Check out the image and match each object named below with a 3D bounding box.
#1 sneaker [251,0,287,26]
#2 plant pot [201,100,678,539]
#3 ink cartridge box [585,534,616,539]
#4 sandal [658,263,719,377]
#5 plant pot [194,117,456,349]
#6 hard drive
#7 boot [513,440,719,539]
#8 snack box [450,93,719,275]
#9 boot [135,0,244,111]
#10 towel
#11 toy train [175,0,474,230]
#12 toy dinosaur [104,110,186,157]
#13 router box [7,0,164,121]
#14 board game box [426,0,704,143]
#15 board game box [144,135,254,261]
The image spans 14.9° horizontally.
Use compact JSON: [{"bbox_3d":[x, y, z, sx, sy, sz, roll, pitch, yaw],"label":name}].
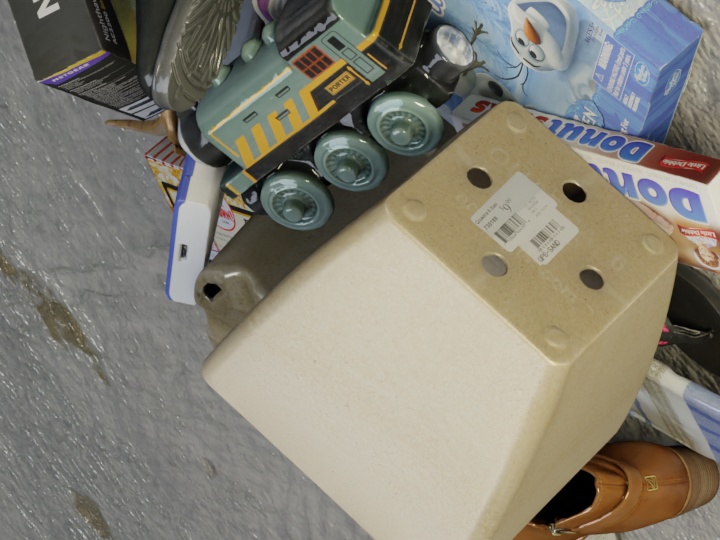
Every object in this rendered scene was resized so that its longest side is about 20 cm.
[{"bbox_3d":[-0.030,-0.175,1.688,0.075,0.100,0.200,5,144,-4],"label":"sneaker"},{"bbox_3d":[0.065,0.026,1.574,0.200,0.200,0.177,43,139,8],"label":"plant pot"},{"bbox_3d":[0.123,0.190,1.999,0.115,0.068,0.200,26,146,42],"label":"ink cartridge box"},{"bbox_3d":[0.161,0.005,1.701,0.200,0.045,0.075,43,155,13],"label":"sandal"},{"bbox_3d":[0.000,0.000,1.796,0.200,0.183,0.201,37,153,23],"label":"plant pot"},{"bbox_3d":[-0.094,-0.096,1.818,0.025,0.201,0.132,12,150,-1],"label":"hard drive"},{"bbox_3d":[0.118,0.151,1.794,0.199,0.155,0.077,-6,87,36],"label":"boot"},{"bbox_3d":[0.139,-0.050,1.587,0.200,0.024,0.072,19,143,44],"label":"snack box"},{"bbox_3d":[-0.167,-0.186,1.644,0.199,0.165,0.066,13,160,20],"label":"boot"},{"bbox_3d":[0.172,0.066,1.729,0.200,0.024,0.147,29,170,27],"label":"towel"},{"bbox_3d":[-0.024,-0.104,1.639,0.114,0.085,0.200,38,135,-19],"label":"toy train"},{"bbox_3d":[-0.131,-0.124,2.009,0.200,0.060,0.106,113,138,-57],"label":"toy dinosaur"},{"bbox_3d":[-0.184,-0.207,1.783,0.157,0.052,0.201,14,-127,-69],"label":"router box"},{"bbox_3d":[0.095,-0.134,1.614,0.199,0.043,0.200,42,155,17],"label":"board game box"},{"bbox_3d":[-0.066,-0.006,2.061,0.151,0.046,0.200,20,142,47],"label":"board game box"}]
